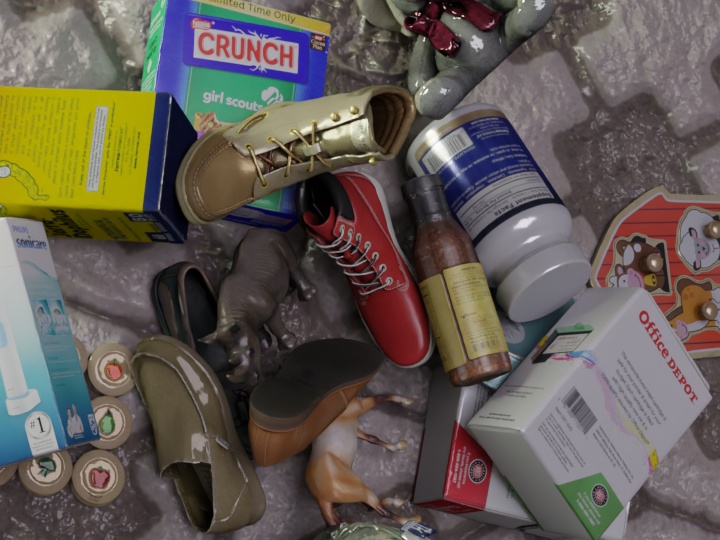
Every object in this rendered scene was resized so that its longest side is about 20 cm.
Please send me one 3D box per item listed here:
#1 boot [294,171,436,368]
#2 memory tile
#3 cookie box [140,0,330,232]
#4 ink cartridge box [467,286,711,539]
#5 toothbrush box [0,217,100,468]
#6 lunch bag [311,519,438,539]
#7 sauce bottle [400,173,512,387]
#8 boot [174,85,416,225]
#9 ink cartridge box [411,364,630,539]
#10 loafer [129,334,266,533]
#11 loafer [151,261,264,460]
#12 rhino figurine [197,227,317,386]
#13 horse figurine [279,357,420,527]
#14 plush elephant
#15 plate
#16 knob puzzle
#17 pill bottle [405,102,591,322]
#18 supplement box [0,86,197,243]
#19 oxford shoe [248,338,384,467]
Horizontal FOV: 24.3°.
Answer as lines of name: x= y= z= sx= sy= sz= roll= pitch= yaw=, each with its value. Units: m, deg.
boot: x=0.000 y=0.000 z=1.561 sx=0.072 sy=0.144 sz=0.200 roll=-25 pitch=82 yaw=18
memory tile: x=-0.301 y=0.124 z=1.506 sx=0.199 sy=0.017 sz=0.154 roll=12 pitch=75 yaw=-20
cookie box: x=-0.126 y=-0.155 z=1.603 sx=0.171 sy=0.075 sz=0.201 roll=11 pitch=75 yaw=-21
ink cartridge box: x=0.220 y=0.132 z=1.580 sx=0.200 sy=0.084 sz=0.145 roll=-46 pitch=113 yaw=-25
toothbrush box: x=-0.324 y=0.070 z=1.417 sx=0.146 sy=0.085 sz=0.201 roll=-18 pitch=86 yaw=10
lunch bag: x=-0.005 y=0.313 z=1.425 sx=0.139 sy=0.168 sz=0.200 roll=47 pitch=68 yaw=-11
sauce bottle: x=0.087 y=0.008 z=1.571 sx=0.066 sy=0.066 sz=0.201 roll=-10 pitch=79 yaw=-24
boot: x=-0.055 y=-0.104 z=1.469 sx=0.200 sy=0.155 sz=0.073 roll=-37 pitch=115 yaw=-47
ink cartridge box: x=0.166 y=0.181 z=1.655 sx=0.199 sy=0.084 sz=0.145 roll=16 pitch=73 yaw=-18
loafer: x=-0.154 y=0.152 z=1.523 sx=0.067 sy=0.076 sz=0.200 roll=-32 pitch=94 yaw=-49
loafer: x=-0.134 y=0.085 z=1.558 sx=0.072 sy=0.063 sz=0.200 roll=-27 pitch=91 yaw=-26
rhino figurine: x=-0.098 y=0.036 z=1.532 sx=0.088 sy=0.060 sz=0.200 roll=57 pitch=30 yaw=-26
horse figurine: x=-0.010 y=0.177 z=1.572 sx=0.132 sy=0.050 sz=0.200 roll=17 pitch=53 yaw=-25
plush elephant: x=0.085 y=-0.261 z=1.661 sx=0.165 sy=0.200 sz=0.155 roll=-42 pitch=93 yaw=10
plate: x=0.153 y=0.045 z=1.656 sx=0.200 sy=0.026 sz=0.201 roll=19 pitch=42 yaw=-18
knob puzzle: x=0.334 y=0.005 z=1.791 sx=0.219 sy=0.030 sz=0.220 roll=4 pitch=78 yaw=-22
pill bottle: x=0.136 y=-0.056 z=1.636 sx=0.115 sy=0.116 sz=0.200 roll=-17 pitch=62 yaw=-25
supplement box: x=-0.255 y=-0.092 z=1.473 sx=0.199 sy=0.109 sz=0.110 roll=3 pitch=76 yaw=8
oxford shoe: x=-0.045 y=0.118 z=1.535 sx=0.071 sy=0.071 sz=0.200 roll=24 pitch=30 yaw=23
